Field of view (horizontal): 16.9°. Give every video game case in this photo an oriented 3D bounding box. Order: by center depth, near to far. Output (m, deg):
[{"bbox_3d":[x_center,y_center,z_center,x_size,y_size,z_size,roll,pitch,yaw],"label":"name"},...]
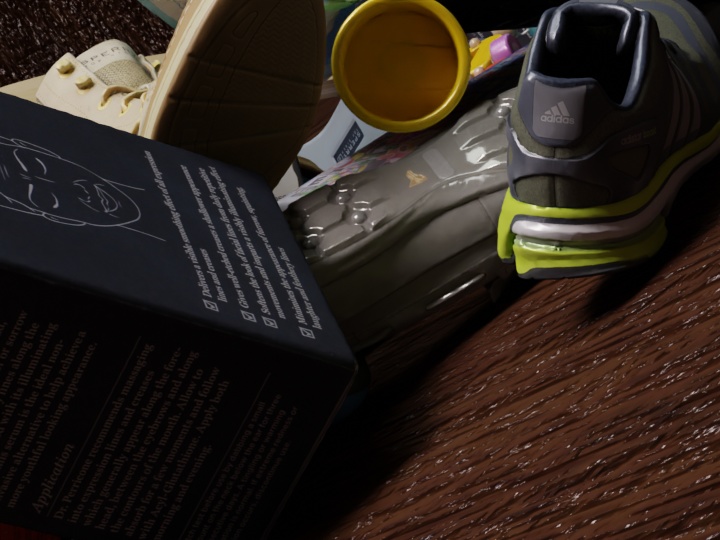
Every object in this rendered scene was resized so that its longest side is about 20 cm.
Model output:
[{"bbox_3d":[0.070,-0.075,1.177,0.200,0.018,0.143,-33,16,-34],"label":"video game case"}]

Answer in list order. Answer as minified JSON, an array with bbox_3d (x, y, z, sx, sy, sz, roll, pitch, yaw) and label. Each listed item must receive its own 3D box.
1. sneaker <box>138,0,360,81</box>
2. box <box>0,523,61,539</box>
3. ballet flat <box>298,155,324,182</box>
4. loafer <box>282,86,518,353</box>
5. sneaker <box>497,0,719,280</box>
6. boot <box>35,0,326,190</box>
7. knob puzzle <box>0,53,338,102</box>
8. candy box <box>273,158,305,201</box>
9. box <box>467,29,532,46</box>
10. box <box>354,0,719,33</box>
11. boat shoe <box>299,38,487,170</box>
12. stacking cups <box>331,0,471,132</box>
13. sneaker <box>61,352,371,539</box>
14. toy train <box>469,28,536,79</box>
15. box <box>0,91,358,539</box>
[{"bbox_3d":[-0.015,-0.136,1.124,0.130,0.080,0.200,-6,-13,24],"label":"sneaker"},{"bbox_3d":[-0.195,0.069,1.053,0.100,0.200,0.095,-8,13,-35],"label":"box"},{"bbox_3d":[-0.074,-0.062,1.428,0.069,0.200,0.063,-40,48,27],"label":"ballet flat"},{"bbox_3d":[0.049,-0.023,1.024,0.200,0.070,0.070,-24,38,-2],"label":"loafer"},{"bbox_3d":[0.101,-0.072,0.929,0.074,0.081,0.200,3,28,15],"label":"sneaker"},{"bbox_3d":[-0.086,-0.073,1.067,0.155,0.073,0.200,55,136,49],"label":"boot"},{"bbox_3d":[-0.122,-0.085,1.293,0.219,0.031,0.220,-6,15,2],"label":"knob puzzle"},{"bbox_3d":[-0.105,-0.025,1.283,0.136,0.061,0.200,-14,-6,-8],"label":"candy box"},{"bbox_3d":[0.154,-0.224,1.551,0.200,0.106,0.122,-34,11,37],"label":"box"},{"bbox_3d":[0.106,-0.185,1.165,0.196,0.124,0.200,-7,1,-13],"label":"box"},{"bbox_3d":[0.019,-0.071,1.518,0.091,0.071,0.200,-11,-26,-35],"label":"boat shoe"},{"bbox_3d":[0.017,-0.087,1.117,0.060,0.061,0.200,-40,0,0],"label":"stacking cups"},{"bbox_3d":[-0.075,0.084,1.087,0.200,0.079,0.066,-15,7,29],"label":"sneaker"},{"bbox_3d":[0.115,-0.126,1.393,0.150,0.056,0.200,-17,22,51],"label":"toy train"},{"bbox_3d":[-0.125,0.014,0.919,0.107,0.200,0.148,-61,29,21],"label":"box"}]
